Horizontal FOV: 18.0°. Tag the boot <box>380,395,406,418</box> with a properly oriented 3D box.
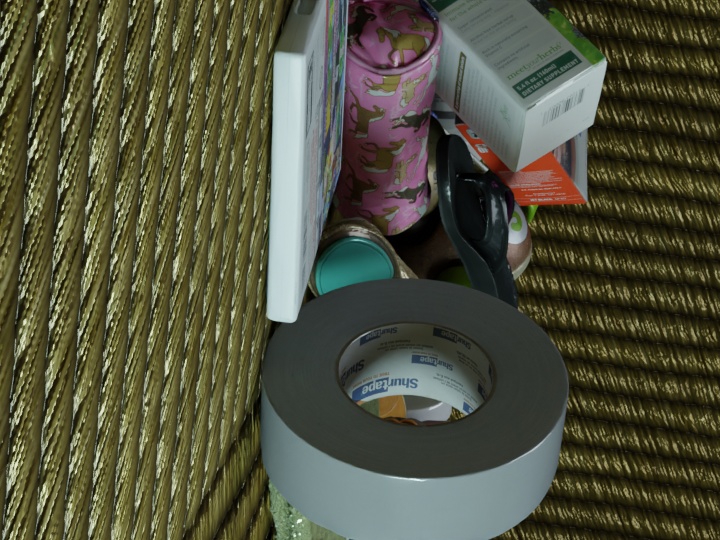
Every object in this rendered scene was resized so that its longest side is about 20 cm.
[{"bbox_3d":[-0.011,0.110,1.826,0.144,0.071,0.202,-61,155,-60],"label":"boot"}]

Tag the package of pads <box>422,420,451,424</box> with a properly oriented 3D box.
[{"bbox_3d":[0.048,0.211,1.829,0.200,0.075,0.121,-58,157,-69],"label":"package of pads"}]

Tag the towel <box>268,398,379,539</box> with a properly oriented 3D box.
[{"bbox_3d":[-0.026,0.147,1.675,0.200,0.036,0.149,88,24,-55],"label":"towel"}]

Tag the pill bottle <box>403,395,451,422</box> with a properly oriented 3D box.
[{"bbox_3d":[0.025,0.184,1.991,0.116,0.115,0.201,-73,168,-62],"label":"pill bottle"}]

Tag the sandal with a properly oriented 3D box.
[{"bbox_3d":[0.102,-0.033,1.766,0.201,0.048,0.076,65,26,-43],"label":"sandal"}]

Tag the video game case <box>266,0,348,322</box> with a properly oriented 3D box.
[{"bbox_3d":[-0.033,-0.099,1.464,0.182,0.023,0.201,-75,170,-54],"label":"video game case"}]

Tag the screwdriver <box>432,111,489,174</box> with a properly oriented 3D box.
[{"bbox_3d":[0.072,-0.118,1.957,0.200,0.028,0.029,42,20,-34],"label":"screwdriver"}]

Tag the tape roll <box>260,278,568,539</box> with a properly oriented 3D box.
[{"bbox_3d":[0.034,0.091,1.489,0.201,0.199,0.066,-76,171,-52],"label":"tape roll"}]

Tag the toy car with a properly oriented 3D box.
[{"bbox_3d":[0.056,-0.078,1.870,0.165,0.157,0.200,-63,152,-43],"label":"toy car"}]

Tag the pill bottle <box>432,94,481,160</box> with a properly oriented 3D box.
[{"bbox_3d":[0.074,-0.195,1.988,0.114,0.113,0.201,-75,171,-54],"label":"pill bottle"}]

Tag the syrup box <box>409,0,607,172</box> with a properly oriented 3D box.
[{"bbox_3d":[0.083,-0.175,1.661,0.079,0.200,0.082,-31,154,-21],"label":"syrup box"}]

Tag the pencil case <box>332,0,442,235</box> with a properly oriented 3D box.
[{"bbox_3d":[0.017,-0.114,1.669,0.087,0.083,0.200,-48,156,-30],"label":"pencil case"}]

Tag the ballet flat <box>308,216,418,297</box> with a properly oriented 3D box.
[{"bbox_3d":[0.000,0.000,1.700,0.065,0.070,0.200,68,6,31],"label":"ballet flat"}]

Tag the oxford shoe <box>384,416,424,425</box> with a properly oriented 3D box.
[{"bbox_3d":[0.015,0.137,1.629,0.200,0.071,0.073,76,25,-79],"label":"oxford shoe"}]

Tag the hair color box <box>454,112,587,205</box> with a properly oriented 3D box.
[{"bbox_3d":[0.131,-0.134,1.799,0.200,0.064,0.111,40,50,-65],"label":"hair color box"}]
